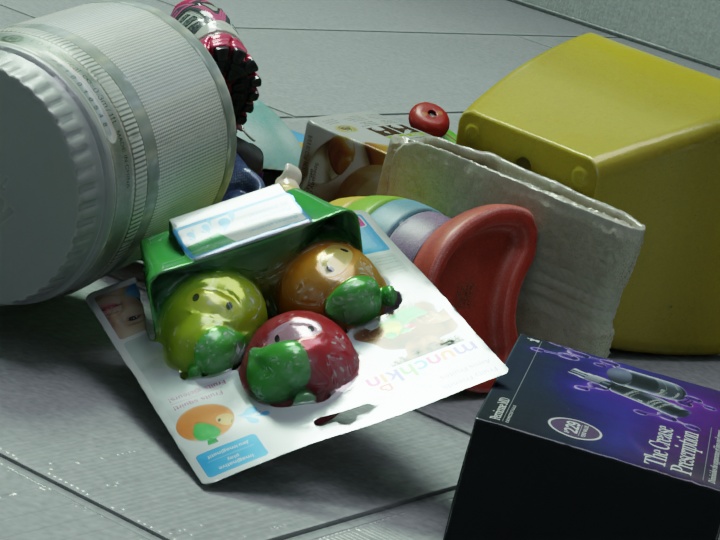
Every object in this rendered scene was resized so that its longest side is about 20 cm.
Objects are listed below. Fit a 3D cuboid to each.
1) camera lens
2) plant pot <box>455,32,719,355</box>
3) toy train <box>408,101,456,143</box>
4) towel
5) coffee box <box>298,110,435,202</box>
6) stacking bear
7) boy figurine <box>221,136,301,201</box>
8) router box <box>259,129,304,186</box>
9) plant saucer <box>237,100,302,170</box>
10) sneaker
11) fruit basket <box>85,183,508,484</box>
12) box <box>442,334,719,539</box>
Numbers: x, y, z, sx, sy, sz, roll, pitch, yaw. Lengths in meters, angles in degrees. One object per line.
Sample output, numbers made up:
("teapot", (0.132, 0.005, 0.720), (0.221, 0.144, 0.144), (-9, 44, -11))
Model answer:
("camera lens", (-0.179, -0.073, 1.424), (0.159, 0.161, 0.200), (19, 21, 19))
("plant pot", (0.170, -0.048, 1.753), (0.199, 0.202, 0.176), (25, 25, 39))
("toy train", (0.039, -0.037, 1.832), (0.115, 0.085, 0.200), (35, 44, 11))
("towel", (0.090, -0.004, 1.580), (0.199, 0.134, 0.034), (25, 22, 28))
("coffee box", (0.049, -0.029, 1.681), (0.199, 0.115, 0.079), (23, 20, 34))
("stacking bear", (0.000, 0.000, 1.559), (0.199, 0.123, 0.113), (13, 6, 39))
("boy figurine", (-0.066, -0.008, 1.491), (0.064, 0.125, 0.200), (15, 29, -35))
("router box", (-0.088, -0.081, 1.885), (0.148, 0.051, 0.200), (22, 14, 27))
("plant saucer", (-0.130, -0.120, 1.773), (0.199, 0.039, 0.201), (15, 9, -2))
("sneaker", (-0.126, -0.088, 1.587), (0.080, 0.201, 0.075), (9, 37, -32))
("fruit basket", (-0.041, 0.030, 1.330), (0.184, 0.094, 0.200), (-19, 30, -16))
("box", (0.133, 0.109, 1.312), (0.140, 0.080, 0.200), (13, 13, 7))
